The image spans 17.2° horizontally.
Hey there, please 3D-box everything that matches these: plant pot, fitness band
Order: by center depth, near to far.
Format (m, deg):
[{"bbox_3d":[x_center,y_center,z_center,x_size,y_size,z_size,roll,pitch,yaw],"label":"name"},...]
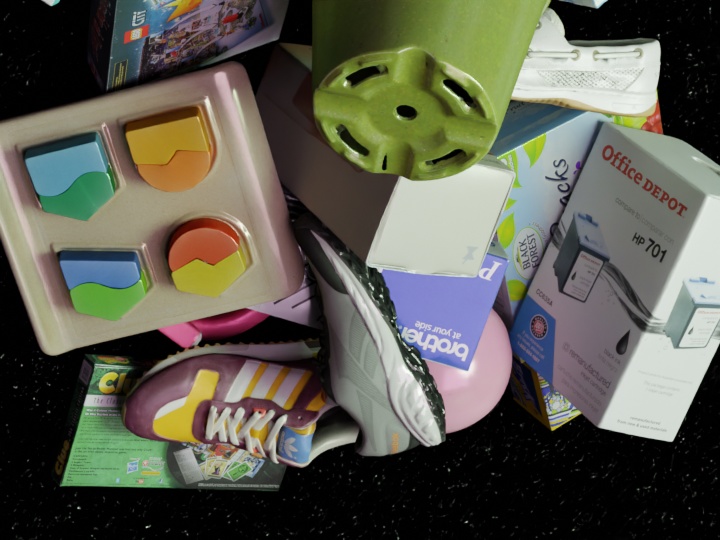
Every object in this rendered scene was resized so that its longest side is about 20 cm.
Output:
[{"bbox_3d":[0.040,-0.167,1.578,0.199,0.191,0.201,7,142,5],"label":"plant pot"},{"bbox_3d":[-0.121,-0.024,1.758,0.144,0.037,0.200,-49,132,-1],"label":"fitness band"}]

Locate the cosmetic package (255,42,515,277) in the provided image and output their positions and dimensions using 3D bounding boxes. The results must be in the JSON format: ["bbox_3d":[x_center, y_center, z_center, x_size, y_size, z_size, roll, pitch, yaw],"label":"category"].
[{"bbox_3d":[0.010,-0.081,1.701,0.103,0.200,0.088,6,115,-37],"label":"cosmetic package"}]

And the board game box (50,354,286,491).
[{"bbox_3d":[-0.136,0.119,1.838,0.199,0.023,0.105,6,113,-36],"label":"board game box"}]

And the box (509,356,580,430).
[{"bbox_3d":[0.219,0.049,2.005,0.199,0.064,0.070,-30,129,-17],"label":"box"}]

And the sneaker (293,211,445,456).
[{"bbox_3d":[-0.006,0.051,1.709,0.079,0.074,0.201,-21,110,9],"label":"sneaker"}]

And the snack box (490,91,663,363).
[{"bbox_3d":[0.166,-0.051,1.911,0.168,0.068,0.201,-26,126,-19],"label":"snack box"}]

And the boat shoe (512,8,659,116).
[{"bbox_3d":[0.131,-0.163,1.788,0.199,0.071,0.070,6,102,-19],"label":"boat shoe"}]

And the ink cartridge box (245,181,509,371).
[{"bbox_3d":[0.000,0.000,1.753,0.199,0.044,0.094,17,105,-13],"label":"ink cartridge box"}]

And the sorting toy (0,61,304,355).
[{"bbox_3d":[-0.154,-0.038,1.667,0.199,0.037,0.186,-16,118,1],"label":"sorting toy"}]

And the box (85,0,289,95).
[{"bbox_3d":[-0.111,-0.189,1.585,0.136,0.038,0.200,-21,165,-16],"label":"box"}]

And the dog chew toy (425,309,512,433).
[{"bbox_3d":[0.052,0.024,1.850,0.124,0.124,0.201,-19,116,-24],"label":"dog chew toy"}]

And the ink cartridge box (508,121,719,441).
[{"bbox_3d":[0.215,0.007,1.836,0.086,0.146,0.201,10,110,-35],"label":"ink cartridge box"}]

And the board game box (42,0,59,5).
[{"bbox_3d":[-0.205,-0.292,1.494,0.151,0.047,0.201,32,97,-7],"label":"board game box"}]

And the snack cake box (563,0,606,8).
[{"bbox_3d":[0.147,-0.299,1.656,0.115,0.067,0.200,-42,124,-18],"label":"snack cake box"}]

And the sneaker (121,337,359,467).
[{"bbox_3d":[-0.077,0.106,1.779,0.199,0.090,0.075,-10,135,-18],"label":"sneaker"}]
